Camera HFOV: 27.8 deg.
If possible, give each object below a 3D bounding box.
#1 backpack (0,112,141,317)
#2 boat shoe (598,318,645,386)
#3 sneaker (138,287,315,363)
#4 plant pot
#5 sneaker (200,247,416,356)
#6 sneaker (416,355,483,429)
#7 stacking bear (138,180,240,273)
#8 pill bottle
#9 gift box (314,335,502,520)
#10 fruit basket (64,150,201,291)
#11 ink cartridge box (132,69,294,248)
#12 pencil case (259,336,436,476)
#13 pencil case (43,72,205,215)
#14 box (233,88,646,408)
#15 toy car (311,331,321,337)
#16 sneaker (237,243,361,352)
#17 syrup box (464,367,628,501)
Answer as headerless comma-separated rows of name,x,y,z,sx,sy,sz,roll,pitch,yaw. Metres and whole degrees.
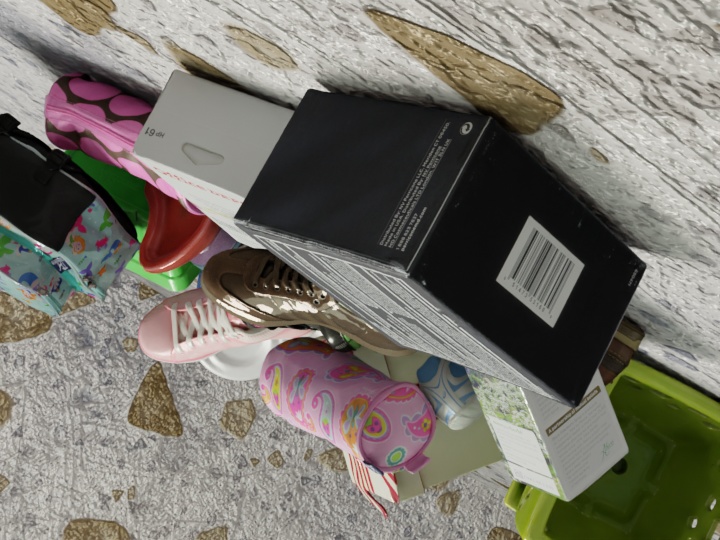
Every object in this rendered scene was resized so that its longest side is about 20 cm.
backpack,-0.320,-0.045,1.466,0.177,0.151,0.200,31,176,21
boat shoe,0.192,0.077,1.315,0.072,0.068,0.200,29,171,-4
sneaker,-0.143,0.045,1.472,0.198,0.076,0.105,-9,168,11
plant pot,0.264,0.203,1.426,0.199,0.200,0.181,28,178,-6
sneaker,-0.036,0.009,1.194,0.198,0.071,0.076,14,146,8
sneaker,0.111,0.096,1.320,0.073,0.072,0.200,55,-160,13
stacking bear,-0.118,-0.035,1.520,0.113,0.122,0.199,-15,154,38
pill bottle,-0.132,0.026,1.653,0.112,0.112,0.200,31,-156,-17
gift box,0.056,0.141,1.467,0.184,0.185,0.202,156,97,-76
fruit basket,-0.236,-0.062,1.647,0.215,0.156,0.216,28,154,15
ink cartridge box,-0.079,-0.075,1.234,0.144,0.085,0.200,22,171,28
pencil case,-0.013,0.119,1.294,0.087,0.088,0.200,34,172,-33
pencil case,-0.213,-0.124,1.374,0.199,0.091,0.093,23,-159,27
box,0.055,-0.020,1.017,0.198,0.124,0.200,16,163,49
toy car,0.009,0.111,1.673,0.199,0.151,0.175,21,165,31
sneaker,-0.066,0.033,1.347,0.200,0.084,0.077,32,156,49
syrup box,0.141,0.082,1.200,0.079,0.081,0.201,14,132,56
